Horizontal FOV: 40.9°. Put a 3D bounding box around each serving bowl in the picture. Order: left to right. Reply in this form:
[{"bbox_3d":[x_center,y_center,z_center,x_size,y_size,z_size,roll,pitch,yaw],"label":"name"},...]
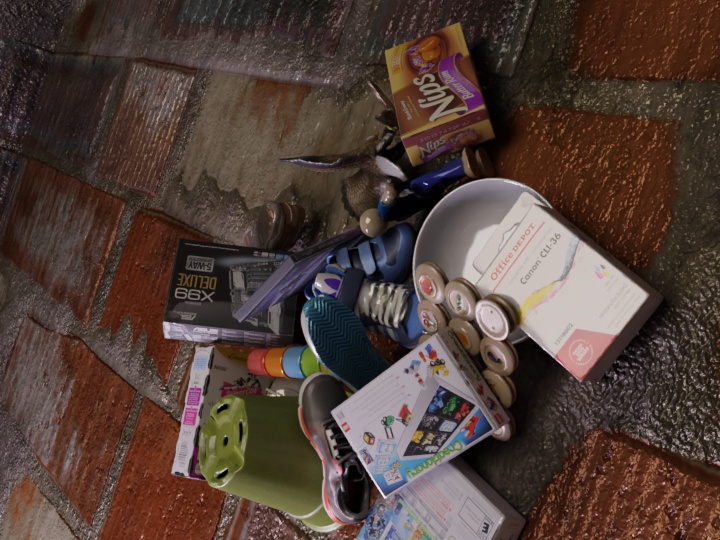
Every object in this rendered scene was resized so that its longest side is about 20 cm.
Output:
[{"bbox_3d":[0.163,-0.005,1.149,0.198,0.066,0.202,-4,83,30],"label":"serving bowl"}]

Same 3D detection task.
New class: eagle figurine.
[{"bbox_3d":[0.001,-0.153,1.391,0.199,0.151,0.153,-36,80,26],"label":"eagle figurine"}]

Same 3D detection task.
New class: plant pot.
[{"bbox_3d":[-0.113,0.246,1.327,0.199,0.189,0.202,-27,54,45],"label":"plant pot"}]

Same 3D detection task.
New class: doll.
[{"bbox_3d":[0.075,-0.102,1.288,0.199,0.136,0.049,-28,80,33],"label":"doll"}]

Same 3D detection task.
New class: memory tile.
[{"bbox_3d":[0.120,0.095,1.111,0.153,0.017,0.202,29,136,41],"label":"memory tile"}]

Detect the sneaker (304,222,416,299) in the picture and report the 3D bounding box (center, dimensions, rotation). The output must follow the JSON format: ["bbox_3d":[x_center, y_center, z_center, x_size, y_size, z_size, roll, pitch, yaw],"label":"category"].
[{"bbox_3d":[0.000,0.000,1.374,0.200,0.082,0.074,-43,44,31],"label":"sneaker"}]

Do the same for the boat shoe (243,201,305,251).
[{"bbox_3d":[-0.141,-0.047,1.592,0.200,0.071,0.076,-49,54,56],"label":"boat shoe"}]

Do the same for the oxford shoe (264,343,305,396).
[{"bbox_3d":[-0.126,0.207,1.473,0.075,0.057,0.202,9,81,58],"label":"oxford shoe"}]

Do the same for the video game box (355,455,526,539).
[{"bbox_3d":[0.088,0.316,1.154,0.200,0.047,0.183,39,105,53],"label":"video game box"}]

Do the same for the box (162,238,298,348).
[{"bbox_3d":[-0.197,0.037,1.504,0.050,0.198,0.159,103,173,-54],"label":"box"}]

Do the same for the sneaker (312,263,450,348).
[{"bbox_3d":[0.012,0.042,1.258,0.200,0.145,0.081,4,75,66],"label":"sneaker"}]

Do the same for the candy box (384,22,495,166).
[{"bbox_3d":[0.103,-0.239,1.296,0.116,0.057,0.201,-18,44,12],"label":"candy box"}]

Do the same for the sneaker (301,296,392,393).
[{"bbox_3d":[-0.020,0.108,1.262,0.077,0.200,0.081,-47,32,-15],"label":"sneaker"}]

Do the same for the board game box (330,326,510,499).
[{"bbox_3d":[0.065,0.170,1.132,0.200,0.035,0.127,-40,78,36],"label":"board game box"}]

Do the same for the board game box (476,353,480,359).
[{"bbox_3d":[0.116,0.090,1.235,0.104,0.023,0.202,19,91,52],"label":"board game box"}]

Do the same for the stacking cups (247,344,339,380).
[{"bbox_3d":[-0.083,0.138,1.420,0.199,0.060,0.061,-7,70,43],"label":"stacking cups"}]

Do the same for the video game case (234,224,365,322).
[{"bbox_3d":[-0.083,0.001,1.407,0.019,0.200,0.143,51,124,9],"label":"video game case"}]

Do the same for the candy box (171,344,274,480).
[{"bbox_3d":[-0.204,0.227,1.501,0.061,0.136,0.202,-7,71,50],"label":"candy box"}]

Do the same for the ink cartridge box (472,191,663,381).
[{"bbox_3d":[0.207,0.010,1.043,0.200,0.067,0.117,43,108,27],"label":"ink cartridge box"}]

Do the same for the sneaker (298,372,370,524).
[{"bbox_3d":[-0.020,0.227,1.238,0.082,0.076,0.202,-18,88,68],"label":"sneaker"}]
